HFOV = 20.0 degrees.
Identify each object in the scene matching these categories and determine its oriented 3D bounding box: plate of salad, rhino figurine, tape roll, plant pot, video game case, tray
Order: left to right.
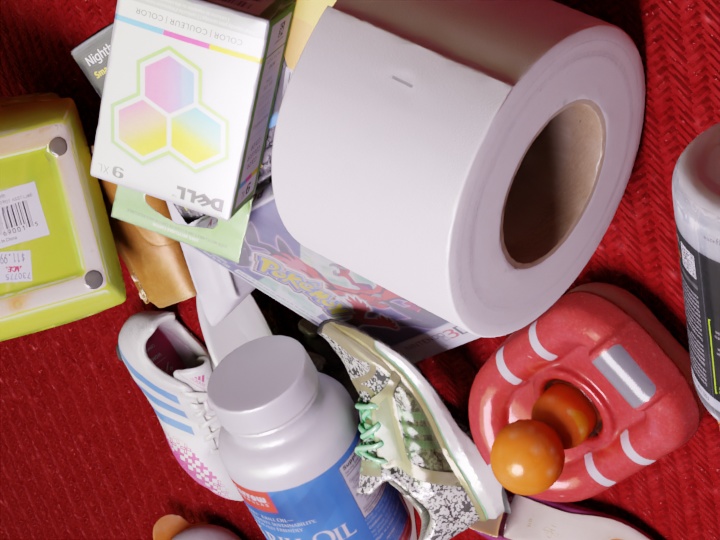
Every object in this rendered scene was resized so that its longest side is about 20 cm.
[{"bbox_3d":[-0.303,-0.036,1.651,0.181,0.200,0.200,-178,73,-71],"label":"plant pot"},{"bbox_3d":[-0.099,-0.062,1.544,0.022,0.107,0.200,16,136,36],"label":"tray"},{"bbox_3d":[-0.085,0.070,1.716,0.200,0.048,0.200,55,159,33],"label":"plate of salad"},{"bbox_3d":[0.000,0.000,1.482,0.200,0.023,0.182,33,148,-22],"label":"video game case"},{"bbox_3d":[0.030,0.111,1.617,0.200,0.060,0.088,27,151,27],"label":"rhino figurine"},{"bbox_3d":[0.062,-0.077,1.244,0.139,0.203,0.203,28,143,30],"label":"tape roll"}]

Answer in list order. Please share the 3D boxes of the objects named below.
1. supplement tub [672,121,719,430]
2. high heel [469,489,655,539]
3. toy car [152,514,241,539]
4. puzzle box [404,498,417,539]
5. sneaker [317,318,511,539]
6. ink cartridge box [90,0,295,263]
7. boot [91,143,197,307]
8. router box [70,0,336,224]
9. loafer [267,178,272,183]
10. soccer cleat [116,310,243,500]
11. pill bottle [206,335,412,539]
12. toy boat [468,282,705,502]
[{"bbox_3d":[0.249,0.016,1.190,0.122,0.123,0.200,22,139,36],"label":"supplement tub"},{"bbox_3d":[0.170,0.213,1.580,0.200,0.068,0.096,15,-178,17],"label":"high heel"},{"bbox_3d":[-0.151,0.317,1.971,0.200,0.177,0.185,43,140,32],"label":"toy car"},{"bbox_3d":[0.000,0.284,1.768,0.025,0.133,0.200,26,141,31],"label":"puzzle box"},{"bbox_3d":[0.024,0.124,1.511,0.200,0.089,0.077,51,170,-3],"label":"sneaker"},{"bbox_3d":[-0.118,-0.098,1.370,0.104,0.059,0.200,19,117,10],"label":"ink cartridge box"},{"bbox_3d":[-0.164,-0.045,1.658,0.144,0.071,0.201,63,160,0],"label":"boot"},{"bbox_3d":[-0.078,-0.141,1.403,0.200,0.051,0.149,-29,102,27],"label":"router box"},{"bbox_3d":[-0.043,-0.045,1.527,0.073,0.071,0.200,23,140,35],"label":"loafer"},{"bbox_3d":[-0.145,0.122,1.831,0.200,0.070,0.086,54,148,-9],"label":"soccer cleat"},{"bbox_3d":[-0.043,0.149,1.579,0.112,0.112,0.200,14,142,43],"label":"pill bottle"},{"bbox_3d":[0.137,0.105,1.412,0.131,0.131,0.200,48,148,2],"label":"toy boat"}]
